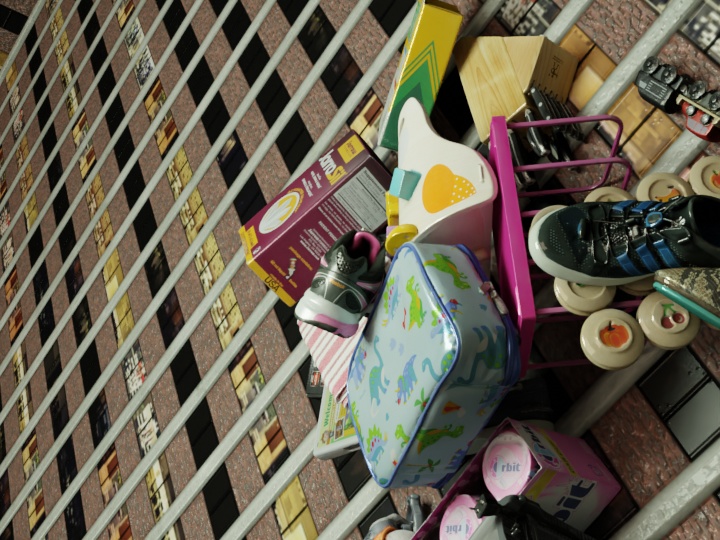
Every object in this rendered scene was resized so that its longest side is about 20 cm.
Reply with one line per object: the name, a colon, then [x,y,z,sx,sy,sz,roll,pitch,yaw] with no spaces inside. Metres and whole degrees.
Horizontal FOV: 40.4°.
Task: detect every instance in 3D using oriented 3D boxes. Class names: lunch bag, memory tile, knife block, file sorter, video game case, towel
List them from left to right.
towel: [-0.003,0.049,1.100,0.147,0.030,0.200,-53,29,10]
video game case: [0.026,0.093,1.064,0.182,0.022,0.201,-27,44,42]
lunch bag: [0.058,0.083,0.880,0.161,0.082,0.201,-114,37,-45]
knife block: [0.161,-0.165,1.078,0.199,0.064,0.177,18,88,53]
file sorter: [0.190,-0.025,0.897,0.124,0.139,0.201,-5,63,2]
memory tile: [0.252,-0.011,0.804,0.017,0.199,0.154,86,165,-63]

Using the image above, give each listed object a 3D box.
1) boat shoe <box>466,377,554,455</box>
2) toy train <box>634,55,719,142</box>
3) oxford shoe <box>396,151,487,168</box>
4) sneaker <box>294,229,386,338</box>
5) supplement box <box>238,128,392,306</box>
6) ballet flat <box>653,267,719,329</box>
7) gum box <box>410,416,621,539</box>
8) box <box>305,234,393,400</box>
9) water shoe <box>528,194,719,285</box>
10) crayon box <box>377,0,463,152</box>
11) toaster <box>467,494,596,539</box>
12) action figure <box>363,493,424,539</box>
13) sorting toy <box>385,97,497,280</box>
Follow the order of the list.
boat shoe: [0.106,0.150,0.995,0.199,0.075,0.062,-21,60,44]
toy train: [0.319,-0.142,0.895,0.046,0.034,0.200,-61,37,18]
oxford shoe: [0.092,-0.092,1.124,0.200,0.072,0.085,-142,32,-70]
sneaker: [0.000,0.000,0.967,0.200,0.080,0.087,-66,1,-75]
supplement box: [-0.047,-0.066,1.213,0.200,0.086,0.110,-41,27,7]
ballet flat: [0.316,0.046,0.730,0.200,0.068,0.075,42,96,9]
gum box: [0.127,0.238,0.896,0.201,0.113,0.066,-56,39,18]
box: [0.013,0.059,1.178,0.160,0.044,0.202,-7,68,50]
water shoe: [0.233,-0.035,0.763,0.079,0.198,0.072,87,-177,-62]
crayon box: [0.074,-0.247,1.159,0.126,0.051,0.201,-84,11,-70]
toaster: [0.142,0.277,0.797,0.130,0.199,0.114,-55,15,21]
action figure: [0.016,0.336,0.999,0.194,0.104,0.201,-56,30,38]
sorting toy: [0.067,-0.071,0.982,0.106,0.201,0.181,-10,55,-1]
